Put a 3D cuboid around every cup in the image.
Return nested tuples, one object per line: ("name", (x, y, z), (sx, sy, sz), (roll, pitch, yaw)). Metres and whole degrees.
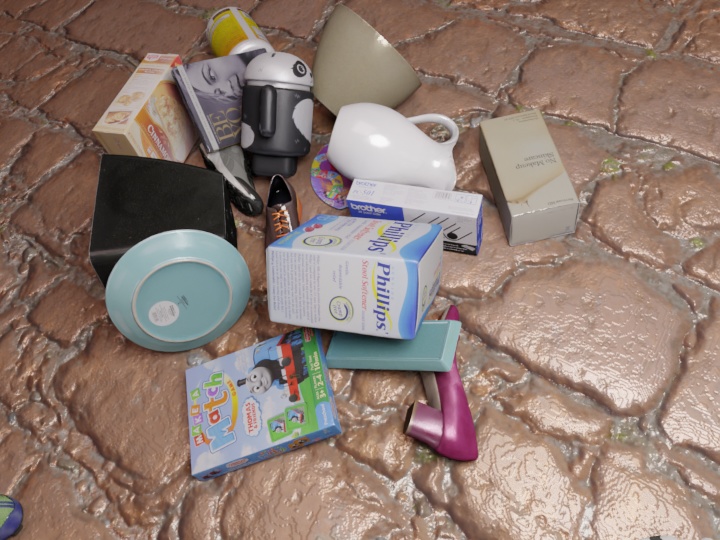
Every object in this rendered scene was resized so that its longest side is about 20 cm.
("cup", (-0.011, -0.341, 1.032), (0.144, 0.200, 0.201), (-48, 57, 9))

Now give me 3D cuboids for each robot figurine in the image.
("robot figurine", (-0.139, -0.263, 0.992), (0.123, 0.204, 0.150), (-5, 18, -33))

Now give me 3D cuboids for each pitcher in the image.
("pitcher", (0.057, -0.202, 0.919), (0.196, 0.122, 0.174), (18, 54, -3))

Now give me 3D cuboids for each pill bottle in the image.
("pill bottle", (-0.234, -0.437, 1.177), (0.108, 0.110, 0.201), (-27, 55, -7))

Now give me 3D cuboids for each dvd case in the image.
("dvd case", (-0.219, -0.307, 1.039), (0.199, 0.151, 0.016), (-29, 10, -37))

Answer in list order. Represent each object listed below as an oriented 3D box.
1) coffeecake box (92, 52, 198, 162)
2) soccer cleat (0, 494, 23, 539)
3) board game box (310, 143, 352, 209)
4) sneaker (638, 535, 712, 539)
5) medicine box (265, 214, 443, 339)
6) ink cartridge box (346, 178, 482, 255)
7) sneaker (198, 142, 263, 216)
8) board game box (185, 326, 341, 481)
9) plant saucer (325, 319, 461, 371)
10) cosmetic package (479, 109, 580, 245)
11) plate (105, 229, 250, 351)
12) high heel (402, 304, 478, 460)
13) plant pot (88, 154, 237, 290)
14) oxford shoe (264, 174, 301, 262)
("coffeecake box", (-0.374, -0.268, 1.067), (0.072, 0.154, 0.203), (9, 59, 17))
("soccer cleat", (-0.530, 0.349, 0.733), (0.198, 0.084, 0.065), (-32, 56, -10))
("board game box", (0.005, -0.195, 1.004), (0.196, 0.039, 0.160), (-17, 55, 0))
("sneaker", (0.302, 0.359, 0.562), (0.079, 0.074, 0.202), (0, 51, 30))
("medicine box", (0.000, 0.000, 0.785), (0.196, 0.105, 0.182), (5, 19, 16))
("ink cartridge box", (0.084, -0.081, 0.879), (0.196, 0.095, 0.045), (11, 59, 18))
("sneaker", (-0.216, -0.175, 1.022), (0.079, 0.075, 0.201), (-29, 55, -14))
("board game box", (-0.136, 0.174, 0.784), (0.197, 0.037, 0.153), (-21, 55, 6))
("plant saucer", (0.036, 0.096, 0.773), (0.197, 0.019, 0.071), (-5, 53, 36))
("cosmetic package", (0.254, -0.147, 0.899), (0.102, 0.074, 0.203), (-12, 54, 4))
("plate", (-0.246, 0.038, 0.808), (0.198, 0.202, 0.026), (-29, 41, -8))
("high heel", (0.123, 0.142, 0.757), (0.095, 0.068, 0.202), (23, 60, -2))
("plant pot", (-0.281, -0.047, 0.888), (0.174, 0.201, 0.203), (-8, 54, -7))
("oxford shoe", (-0.127, -0.063, 0.926), (0.070, 0.073, 0.203), (-13, 55, 2))
